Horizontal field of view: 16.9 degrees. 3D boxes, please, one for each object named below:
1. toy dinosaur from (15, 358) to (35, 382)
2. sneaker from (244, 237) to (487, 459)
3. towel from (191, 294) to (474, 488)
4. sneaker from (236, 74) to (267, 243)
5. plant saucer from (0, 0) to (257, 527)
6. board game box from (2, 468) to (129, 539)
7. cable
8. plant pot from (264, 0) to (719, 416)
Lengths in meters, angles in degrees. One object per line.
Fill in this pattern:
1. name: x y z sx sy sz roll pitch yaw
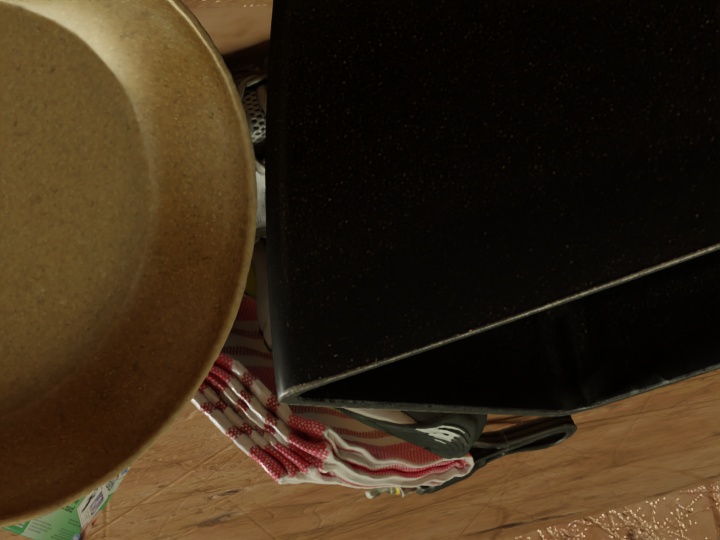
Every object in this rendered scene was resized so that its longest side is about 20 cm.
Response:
1. toy dinosaur: -0.171 -0.003 0.845 0.086 0.136 0.200 -20 166 26
2. sneaker: 0.000 0.000 0.998 0.074 0.200 0.085 26 104 -40
3. towel: -0.051 0.023 1.034 0.030 0.200 0.146 -54 155 13
4. sneaker: -0.041 -0.050 0.932 0.200 0.075 0.115 -22 163 35
5. plant saucer: -0.127 -0.014 0.798 0.200 0.200 0.035 -5 -165 -35
6. board game box: -0.150 0.079 1.290 0.135 0.029 0.200 -58 168 -6
7. cable: 0.098 0.140 2.042 0.200 0.050 0.097 -21 155 -27
8. plant pot: 0.084 -0.068 0.746 0.199 0.178 0.200 -21 167 28
